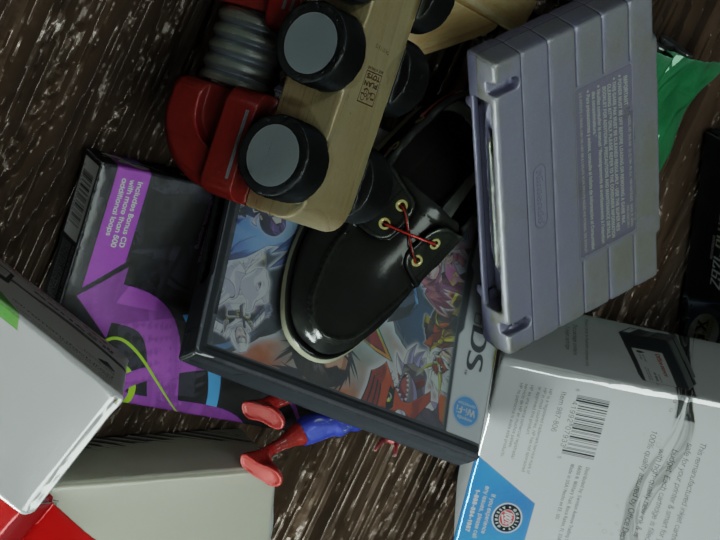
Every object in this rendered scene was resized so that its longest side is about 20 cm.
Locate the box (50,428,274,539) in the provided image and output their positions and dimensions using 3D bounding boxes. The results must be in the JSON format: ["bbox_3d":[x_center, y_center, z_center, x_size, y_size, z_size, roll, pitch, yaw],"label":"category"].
[{"bbox_3d":[-0.155,0.148,1.575,0.199,0.068,0.083,-1,109,-24],"label":"box"}]

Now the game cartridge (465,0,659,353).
[{"bbox_3d":[0.122,-0.062,1.538,0.129,0.038,0.201,-29,130,-32],"label":"game cartridge"}]

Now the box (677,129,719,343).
[{"bbox_3d":[0.321,-0.005,1.720,0.199,0.086,0.165,-3,110,-23],"label":"box"}]

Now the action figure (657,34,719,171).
[{"bbox_3d":[0.144,-0.055,1.634,0.118,0.055,0.201,9,115,-50],"label":"action figure"}]

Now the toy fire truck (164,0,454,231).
[{"bbox_3d":[-0.075,-0.134,1.474,0.128,0.199,0.177,15,94,-57],"label":"toy fire truck"}]

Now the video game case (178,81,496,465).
[{"bbox_3d":[0.000,0.000,1.559,0.199,0.025,0.182,22,67,-26],"label":"video game case"}]

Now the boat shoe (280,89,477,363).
[{"bbox_3d":[0.022,-0.031,1.531,0.074,0.063,0.202,45,61,-15],"label":"boat shoe"}]

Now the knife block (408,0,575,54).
[{"bbox_3d":[0.081,-0.202,1.556,0.175,0.064,0.201,-21,115,-16],"label":"knife block"}]

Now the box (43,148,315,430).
[{"bbox_3d":[-0.091,0.016,1.574,0.199,0.036,0.144,11,104,-29],"label":"box"}]

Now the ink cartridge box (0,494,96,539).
[{"bbox_3d":[-0.258,0.136,1.468,0.200,0.067,0.116,39,90,8],"label":"ink cartridge box"}]

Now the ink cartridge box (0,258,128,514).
[{"bbox_3d":[-0.207,0.045,1.420,0.145,0.200,0.084,39,90,-6],"label":"ink cartridge box"}]

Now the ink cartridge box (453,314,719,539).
[{"bbox_3d":[0.170,0.116,1.643,0.199,0.084,0.145,12,119,-2],"label":"ink cartridge box"}]

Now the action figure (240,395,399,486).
[{"bbox_3d":[0.012,0.072,1.607,0.200,0.052,0.066,-28,126,-42],"label":"action figure"}]
